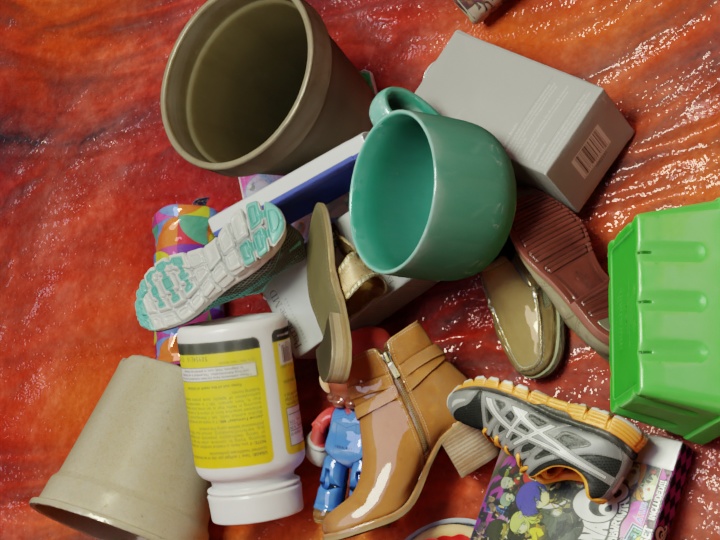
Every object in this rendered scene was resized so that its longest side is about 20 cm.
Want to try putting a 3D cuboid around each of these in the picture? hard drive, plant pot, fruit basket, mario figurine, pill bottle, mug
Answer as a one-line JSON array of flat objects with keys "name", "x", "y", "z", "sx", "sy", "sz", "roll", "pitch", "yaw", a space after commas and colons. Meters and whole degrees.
[{"name": "hard drive", "x": -0.043, "y": -0.088, "z": 1.775, "sx": 0.200, "sy": 0.132, "sz": 0.025, "roll": -27, "pitch": 82, "yaw": 28}, {"name": "plant pot", "x": -0.078, "y": -0.175, "z": 1.802, "sx": 0.199, "sy": 0.173, "sz": 0.201, "roll": -13, "pitch": 67, "yaw": 33}, {"name": "fruit basket", "x": 0.326, "y": 0.042, "z": 1.506, "sx": 0.215, "sy": 0.156, "sz": 0.217, "roll": 2, "pitch": 74, "yaw": -8}, {"name": "mario figurine", "x": 0.009, "y": 0.157, "z": 1.744, "sx": 0.123, "sy": 0.106, "sz": 0.201, "roll": 6, "pitch": 88, "yaw": -5}, {"name": "pill bottle", "x": -0.117, "y": 0.149, "z": 1.751, "sx": 0.114, "sy": 0.114, "sz": 0.201, "roll": -6, "pitch": 93, "yaw": 36}, {"name": "plant pot", "x": -0.224, "y": 0.197, "z": 1.833, "sx": 0.200, "sy": 0.200, "sz": 0.184, "roll": 6, "pitch": 69, "yaw": 38}, {"name": "mug", "x": 0.076, "y": -0.082, "z": 1.623, "sx": 0.152, "sy": 0.114, "sz": 0.186, "roll": -3, "pitch": 82, "yaw": 59}]

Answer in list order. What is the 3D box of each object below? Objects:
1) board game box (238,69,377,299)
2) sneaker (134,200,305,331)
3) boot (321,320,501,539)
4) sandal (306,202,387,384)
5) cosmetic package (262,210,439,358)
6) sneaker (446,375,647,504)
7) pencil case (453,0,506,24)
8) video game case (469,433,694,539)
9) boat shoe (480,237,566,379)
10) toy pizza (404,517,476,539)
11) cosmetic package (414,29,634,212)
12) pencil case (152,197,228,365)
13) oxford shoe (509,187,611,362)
[{"name": "board game box", "x": -0.052, "y": -0.094, "z": 1.884, "sx": 0.200, "sy": 0.026, "sz": 0.201, "roll": -28, "pitch": 61, "yaw": 28}, {"name": "sneaker", "x": -0.138, "y": 0.009, "z": 1.759, "sx": 0.200, "sy": 0.091, "sz": 0.078, "roll": -29, "pitch": 62, "yaw": 21}, {"name": "boot", "x": 0.018, "y": 0.156, "z": 1.664, "sx": 0.200, "sy": 0.074, "sz": 0.155, "roll": -32, "pitch": 88, "yaw": -7}, {"name": "sandal", "x": -0.008, "y": 0.026, "z": 1.691, "sx": 0.078, "sy": 0.069, "sz": 0.212, "roll": 111, "pitch": 160, "yaw": -44}, {"name": "cosmetic package", "x": 0.000, "y": 0.000, "z": 1.769, "sx": 0.200, "sy": 0.074, "sz": 0.102, "roll": -36, "pitch": 72, "yaw": 24}, {"name": "sneaker", "x": 0.157, "y": 0.151, "z": 1.564, "sx": 0.200, "sy": 0.078, "sz": 0.077, "roll": 14, "pitch": 78, "yaw": 39}, {"name": "pencil case", "x": 0.165, "y": -0.346, "z": 1.765, "sx": 0.200, "sy": 0.078, "sz": 0.090, "roll": -39, "pitch": 70, "yaw": 22}, {"name": "video game case", "x": 0.190, "y": 0.234, "z": 1.570, "sx": 0.181, "sy": 0.036, "sz": 0.201, "roll": 10, "pitch": 73, "yaw": 39}, {"name": "boat shoe", "x": 0.141, "y": 0.008, "z": 1.672, "sx": 0.072, "sy": 0.076, "sz": 0.201, "roll": -27, "pitch": 61, "yaw": 28}, {"name": "toy pizza", "x": 0.082, "y": 0.334, "z": 1.643, "sx": 0.200, "sy": 0.032, "sz": 0.201, "roll": -12, "pitch": 69, "yaw": 34}, {"name": "cosmetic package", "x": 0.152, "y": -0.148, "z": 1.699, "sx": 0.200, "sy": 0.090, "sz": 0.107, "roll": 30, "pitch": 83, "yaw": 42}, {"name": "pencil case", "x": -0.187, "y": 0.021, "z": 1.916, "sx": 0.088, "sy": 0.088, "sz": 0.201, "roll": -13, "pitch": 68, "yaw": 34}, {"name": "oxford shoe", "x": 0.191, "y": 0.008, "z": 1.629, "sx": 0.070, "sy": 0.075, "sz": 0.200, "roll": -23, "pitch": 59, "yaw": -16}]
